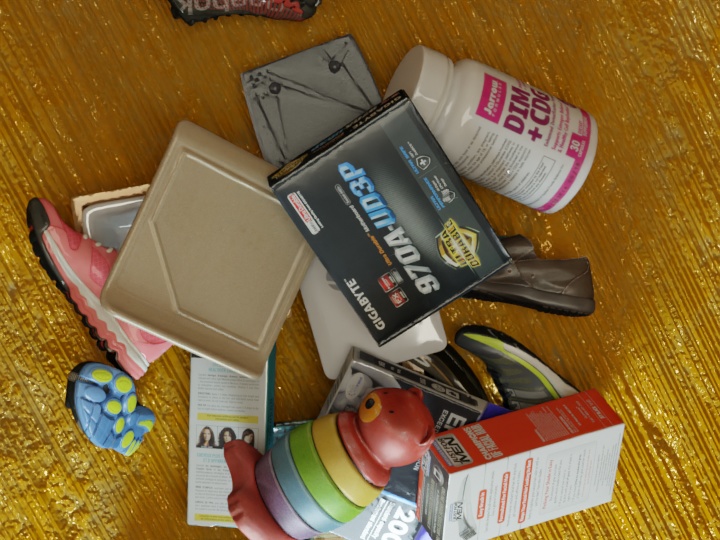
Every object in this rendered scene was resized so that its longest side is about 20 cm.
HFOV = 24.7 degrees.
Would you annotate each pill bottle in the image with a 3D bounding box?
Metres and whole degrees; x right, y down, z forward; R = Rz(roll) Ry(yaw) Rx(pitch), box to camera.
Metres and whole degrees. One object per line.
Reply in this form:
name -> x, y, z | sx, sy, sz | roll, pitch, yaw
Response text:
pill bottle -> 0.127, -0.143, 1.648 | 0.200, 0.113, 0.114 | 22, 94, -18

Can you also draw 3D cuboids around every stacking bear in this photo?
stacking bear -> -0.019, 0.183, 1.593 | 0.200, 0.122, 0.114 | -32, 123, 14

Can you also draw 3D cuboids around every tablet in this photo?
tablet -> 0.000, 0.000, 1.648 | 0.130, 0.014, 0.200 | -15, 96, 7

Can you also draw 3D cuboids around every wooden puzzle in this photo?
wooden puzzle -> -0.137, -0.019, 1.579 | 0.185, 0.037, 0.200 | 27, 79, -28

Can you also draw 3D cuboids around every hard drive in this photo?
hard drive -> -0.032, -0.126, 1.673 | 0.135, 0.042, 0.200 | -21, 93, -5

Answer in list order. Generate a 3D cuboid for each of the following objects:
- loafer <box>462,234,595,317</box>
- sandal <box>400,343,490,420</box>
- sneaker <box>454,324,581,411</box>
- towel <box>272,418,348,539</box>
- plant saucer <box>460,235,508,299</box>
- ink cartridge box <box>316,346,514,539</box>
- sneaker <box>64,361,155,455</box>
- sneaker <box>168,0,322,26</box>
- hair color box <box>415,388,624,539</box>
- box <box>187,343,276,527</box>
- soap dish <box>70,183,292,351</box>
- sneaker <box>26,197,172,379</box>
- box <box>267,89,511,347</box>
loafer -> 0.148, -0.003, 1.692 | 0.200, 0.073, 0.071 | 13, 82, -11
sandal -> 0.061, 0.098, 1.703 | 0.200, 0.082, 0.055 | 40, 108, -11
sneaker -> 0.172, 0.131, 1.716 | 0.200, 0.074, 0.081 | 39, 92, -13
towel -> 0.000, 0.223, 1.736 | 0.200, 0.022, 0.147 | -4, 97, -6
plant saucer -> 0.058, -0.009, 1.718 | 0.200, 0.019, 0.070 | 5, 96, -7
ink cartridge box -> 0.043, 0.198, 1.678 | 0.200, 0.043, 0.198 | 22, 113, -8
sneaker -> -0.259, 0.132, 1.611 | 0.083, 0.200, 0.071 | 28, 77, 11
sneaker -> -0.139, -0.284, 1.635 | 0.200, 0.071, 0.098 | 18, 127, -27
hair color box -> 0.160, 0.200, 1.652 | 0.200, 0.064, 0.111 | -14, 129, -22
box -> -0.132, 0.161, 1.690 | 0.082, 0.049, 0.200 | 3, 96, 6
soap dish -> -0.180, -0.015, 1.655 | 0.200, 0.081, 0.158 | -10, 98, -5
sneaker -> -0.246, 0.004, 1.584 | 0.087, 0.074, 0.200 | -36, 103, -15
box -> 0.029, -0.050, 1.587 | 0.159, 0.046, 0.200 | -32, 109, 4
